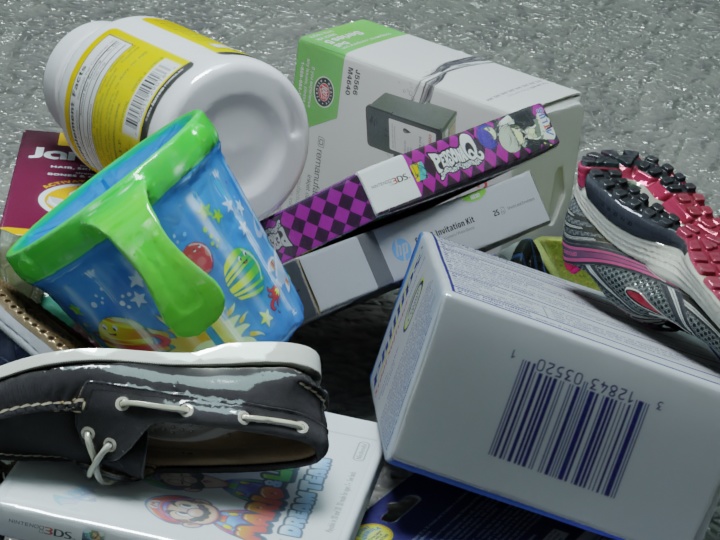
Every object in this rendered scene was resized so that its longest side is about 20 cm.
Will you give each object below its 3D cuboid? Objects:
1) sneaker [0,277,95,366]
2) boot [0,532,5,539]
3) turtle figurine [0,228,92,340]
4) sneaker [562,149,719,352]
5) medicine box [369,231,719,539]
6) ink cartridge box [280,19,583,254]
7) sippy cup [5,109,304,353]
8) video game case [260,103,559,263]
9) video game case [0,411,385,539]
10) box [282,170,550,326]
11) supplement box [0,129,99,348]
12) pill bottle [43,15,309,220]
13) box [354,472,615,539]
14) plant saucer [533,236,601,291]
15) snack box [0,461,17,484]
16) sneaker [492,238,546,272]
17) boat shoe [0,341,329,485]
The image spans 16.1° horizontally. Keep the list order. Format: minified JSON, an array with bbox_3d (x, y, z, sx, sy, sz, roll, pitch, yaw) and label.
[{"bbox_3d":[-0.229,0.052,1.413,0.200,0.109,0.070,34,1,24],"label":"sneaker"},{"bbox_3d":[-0.232,0.138,1.342,0.097,0.075,0.200,32,15,-2],"label":"boot"},{"bbox_3d":[-0.219,0.005,1.523,0.199,0.150,0.101,-1,19,-5],"label":"turtle figurine"},{"bbox_3d":[0.191,0.011,1.427,0.080,0.075,0.200,-9,39,-36],"label":"sneaker"},{"bbox_3d":[0.109,0.067,1.454,0.182,0.103,0.200,19,9,-5],"label":"medicine box"},{"bbox_3d":[0.048,-0.080,1.828,0.200,0.146,0.084,22,26,33],"label":"ink cartridge box"},{"bbox_3d":[-0.104,0.002,1.408,0.140,0.130,0.178,-31,11,32],"label":"sippy cup"},{"bbox_3d":[0.002,-0.042,1.652,0.181,0.036,0.200,-23,-1,-43],"label":"video game case"},{"bbox_3d":[-0.087,0.111,1.378,0.182,0.024,0.200,12,21,6],"label":"video game case"},{"bbox_3d":[0.000,0.000,1.618,0.200,0.041,0.156,-20,-2,-37],"label":"box"},{"bbox_3d":[-0.180,-0.018,1.683,0.110,0.086,0.200,5,22,-5],"label":"supplement box"},{"bbox_3d":[-0.126,-0.101,1.631,0.111,0.112,0.200,-6,20,-30],"label":"pill bottle"},{"bbox_3d":[0.096,0.167,1.384,0.200,0.032,0.121,18,23,21],"label":"box"},{"bbox_3d":[0.228,0.040,1.720,0.199,0.048,0.200,3,22,-11],"label":"plant saucer"},{"bbox_3d":[-0.140,0.112,1.440,0.116,0.037,0.200,-4,25,-30],"label":"snack box"},{"bbox_3d":[0.071,0.043,1.650,0.077,0.076,0.200,-15,12,20],"label":"sneaker"},{"bbox_3d":[-0.114,0.081,1.325,0.200,0.074,0.060,-3,60,-13],"label":"boat shoe"}]
